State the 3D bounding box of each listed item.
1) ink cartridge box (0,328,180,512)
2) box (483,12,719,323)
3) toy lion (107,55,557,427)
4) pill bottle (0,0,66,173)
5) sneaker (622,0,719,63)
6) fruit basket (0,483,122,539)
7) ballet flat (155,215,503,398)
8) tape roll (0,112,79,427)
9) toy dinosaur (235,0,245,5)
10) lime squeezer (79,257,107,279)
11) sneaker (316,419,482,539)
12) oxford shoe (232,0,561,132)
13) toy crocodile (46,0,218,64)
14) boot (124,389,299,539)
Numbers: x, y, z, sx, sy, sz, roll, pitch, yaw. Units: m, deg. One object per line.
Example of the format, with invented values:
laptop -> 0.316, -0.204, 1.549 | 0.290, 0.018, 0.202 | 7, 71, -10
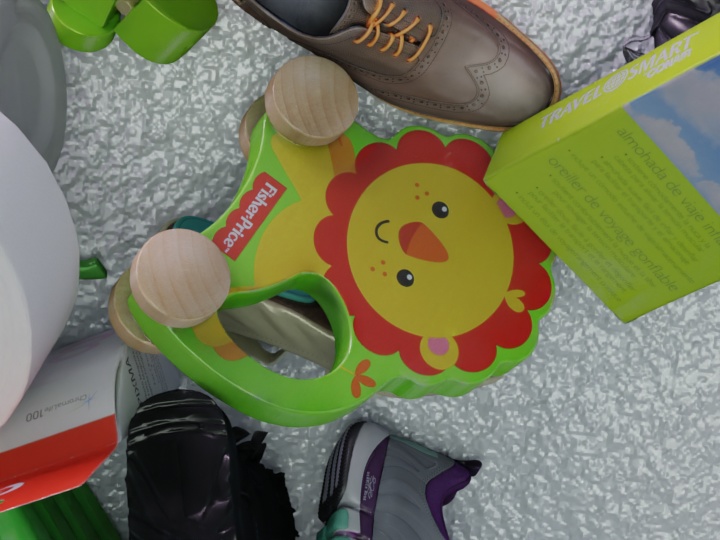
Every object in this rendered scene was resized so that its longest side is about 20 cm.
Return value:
ink cartridge box -> -0.190, 0.085, 1.085 | 0.162, 0.200, 0.057 | -19, 92, 12
box -> 0.174, -0.057, 1.074 | 0.200, 0.048, 0.122 | -27, 119, 40
toy lion -> 0.000, 0.000, 1.102 | 0.192, 0.069, 0.200 | 38, 62, -4
pill bottle -> -0.261, -0.088, 1.095 | 0.200, 0.112, 0.112 | 0, 103, 17
sneaker -> 0.235, -0.113, 1.113 | 0.200, 0.075, 0.114 | 23, 107, -3
fruit basket -> -0.163, 0.214, 1.120 | 0.155, 0.216, 0.216 | -19, 101, 5
ballet flat -> -0.022, 0.031, 1.156 | 0.200, 0.069, 0.069 | 23, 101, -2
tape roll -> -0.239, -0.005, 1.031 | 0.202, 0.071, 0.203 | 8, 125, 12
toy dinosaur -> -0.097, -0.196, 1.052 | 0.135, 0.200, 0.086 | 12, 134, 25
lime squeezer -> -0.243, 0.019, 1.171 | 0.200, 0.038, 0.071 | -28, 132, 6
sneaker -> 0.015, 0.180, 1.140 | 0.087, 0.074, 0.200 | 15, 68, -9
oxford shoe -> 0.011, -0.121, 1.111 | 0.200, 0.073, 0.071 | 23, 102, -4
toy crocodile -> -0.164, -0.174, 1.111 | 0.200, 0.062, 0.068 | 33, 136, -1
boot -> -0.074, 0.166, 1.089 | 0.073, 0.162, 0.198 | -5, 66, 7
